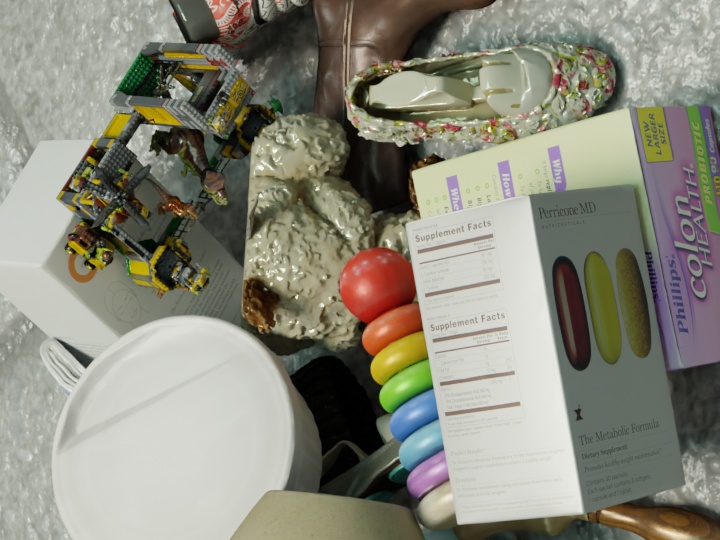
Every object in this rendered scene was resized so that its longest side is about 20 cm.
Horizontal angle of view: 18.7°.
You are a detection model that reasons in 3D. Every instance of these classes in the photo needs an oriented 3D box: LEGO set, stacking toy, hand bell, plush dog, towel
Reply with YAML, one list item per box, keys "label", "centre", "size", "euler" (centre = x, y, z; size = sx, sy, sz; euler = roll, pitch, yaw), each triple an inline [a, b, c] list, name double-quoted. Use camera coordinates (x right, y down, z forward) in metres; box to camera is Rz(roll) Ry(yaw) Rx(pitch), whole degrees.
- label: "LEGO set"
  centre: [-0.125, -0.077, 1.633]
  size: [0.116, 0.154, 0.200]
  euler: [9, 56, 51]
- label: "stacking toy"
  centre: [0.043, 0.073, 1.506]
  size: [0.085, 0.085, 0.200]
  euler: [-36, 71, 39]
- label: "hand bell"
  centre: [0.175, 0.169, 1.535]
  size: [0.200, 0.104, 0.104]
  euler: [14, 104, 27]
- label: "plush dog"
  centre: [0.000, 0.000, 1.607]
  size: [0.160, 0.172, 0.200]
  euler: [-93, 8, -64]
- label: "towel"
  centre: [-0.201, 0.140, 1.799]
  size: [0.147, 0.024, 0.200]
  euler: [44, 165, 18]

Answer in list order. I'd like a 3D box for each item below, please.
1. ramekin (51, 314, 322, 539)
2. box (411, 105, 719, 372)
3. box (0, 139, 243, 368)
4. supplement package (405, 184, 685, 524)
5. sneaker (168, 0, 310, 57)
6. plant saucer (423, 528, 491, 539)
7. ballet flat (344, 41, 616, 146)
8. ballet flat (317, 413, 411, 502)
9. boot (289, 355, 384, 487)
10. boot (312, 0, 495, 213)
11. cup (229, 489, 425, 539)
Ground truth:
- label: "ramekin"
  centre: [-0.120, 0.141, 1.614]
  size: [0.202, 0.094, 0.203]
  euler: [-8, 70, 21]
- label: "box"
  centre: [0.153, -0.007, 1.513]
  size: [0.200, 0.097, 0.176]
  euler: [-15, 84, 43]
- label: "box"
  centre: [-0.192, 0.004, 1.739]
  size: [0.097, 0.200, 0.124]
  euler: [3, 56, 43]
- label: "supplement package"
  centre: [0.119, 0.053, 1.407]
  size: [0.109, 0.114, 0.200]
  euler: [-12, 88, 44]
- label: "sneaker"
  centre: [-0.089, -0.206, 1.716]
  size: [0.108, 0.201, 0.067]
  euler: [-27, 87, -3]
- label: "plant saucer"
  centre: [0.086, 0.290, 1.641]
  size: [0.201, 0.039, 0.201]
  euler: [4, 97, 41]
- label: "ballet flat"
  centre: [0.079, -0.124, 1.546]
  size: [0.200, 0.064, 0.076]
  euler: [-9, 77, 21]
- label: "ballet flat"
  centre: [0.015, 0.143, 1.627]
  size: [0.200, 0.067, 0.064]
  euler: [-37, 66, 17]
- label: "boot"
  centre: [-0.043, 0.184, 1.724]
  size: [0.158, 0.079, 0.211]
  euler: [-22, 105, 16]
- label: "boot"
  centre: [0.032, -0.130, 1.637]
  size: [0.186, 0.064, 0.200]
  euler: [11, 102, 46]
- label: "cup"
  centre: [-0.024, 0.226, 1.478]
  size: [0.200, 0.200, 0.143]
  euler: [-1, 78, 42]
